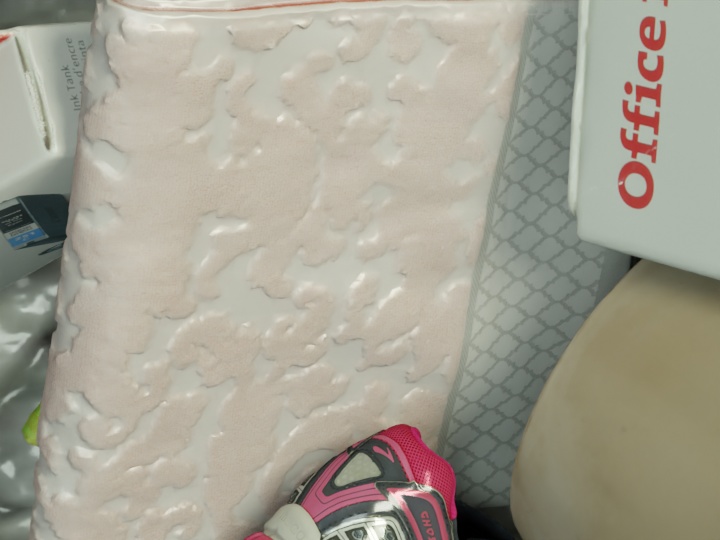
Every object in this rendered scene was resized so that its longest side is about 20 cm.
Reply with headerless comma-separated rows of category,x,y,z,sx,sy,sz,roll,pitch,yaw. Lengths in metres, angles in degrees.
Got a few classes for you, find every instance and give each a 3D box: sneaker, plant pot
sneaker,0.039,0.124,0.868,0.075,0.200,0.081,-45,46,-2
plant pot,0.144,0.076,0.796,0.173,0.200,0.201,36,107,28

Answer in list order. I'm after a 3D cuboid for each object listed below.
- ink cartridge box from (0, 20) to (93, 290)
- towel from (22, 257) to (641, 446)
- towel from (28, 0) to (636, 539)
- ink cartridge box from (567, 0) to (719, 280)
ink cartridge box,-0.154,-0.019,0.837,0.200,0.176,0.045,-27,77,42
towel,0.002,0.014,0.890,0.143,0.023,0.200,34,110,-32
towel,0.000,0.000,0.824,0.190,0.032,0.201,-6,125,-25
ink cartridge box,0.162,-0.062,0.729,0.199,0.083,0.146,18,115,36
